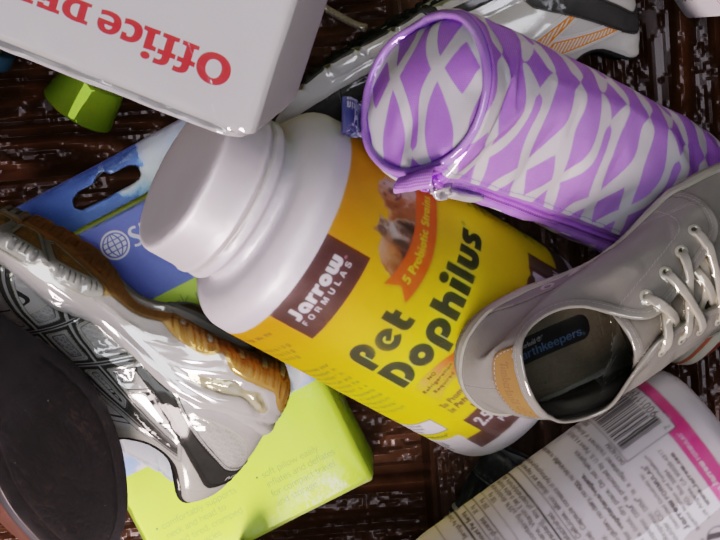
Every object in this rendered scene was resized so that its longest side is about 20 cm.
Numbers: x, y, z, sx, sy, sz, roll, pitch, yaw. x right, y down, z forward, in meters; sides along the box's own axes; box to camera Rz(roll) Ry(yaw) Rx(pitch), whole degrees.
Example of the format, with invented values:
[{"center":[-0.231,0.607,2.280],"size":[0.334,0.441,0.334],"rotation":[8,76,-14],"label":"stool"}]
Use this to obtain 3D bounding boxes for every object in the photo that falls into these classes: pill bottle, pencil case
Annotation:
[{"center":[0.090,0.147,0.856],"size":[0.199,0.113,0.114],"rotation":[-35,96,-2],"label":"pill bottle"},{"center":[0.090,-0.053,0.860],"size":[0.199,0.084,0.086],"rotation":[16,61,-40],"label":"pencil case"},{"center":[0.000,0.000,0.874],"size":[0.199,0.109,0.110],"rotation":[29,97,-24],"label":"pill bottle"}]

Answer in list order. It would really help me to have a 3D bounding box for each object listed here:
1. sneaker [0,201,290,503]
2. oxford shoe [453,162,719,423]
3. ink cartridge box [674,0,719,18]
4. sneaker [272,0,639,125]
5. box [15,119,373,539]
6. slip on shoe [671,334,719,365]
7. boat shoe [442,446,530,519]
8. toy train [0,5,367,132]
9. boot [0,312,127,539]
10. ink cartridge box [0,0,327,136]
[{"center":[-0.134,0.038,0.876],"size":[0.199,0.076,0.088],"rotation":[31,101,-1],"label":"sneaker"},{"center":[0.136,0.011,0.837],"size":[0.199,0.058,0.076],"rotation":[-28,109,-14],"label":"oxford shoe"},{"center":[0.157,-0.194,0.831],"size":[0.084,0.200,0.145],"rotation":[-34,96,4],"label":"ink cartridge box"},{"center":[0.046,-0.096,0.908],"size":[0.199,0.074,0.080],"rotation":[-28,101,5],"label":"sneaker"},{"center":[-0.089,0.038,0.937],"size":[0.121,0.048,0.201],"rotation":[-27,97,3],"label":"box"},{"center":[0.225,-0.022,0.921],"size":[0.200,0.074,0.061],"rotation":[-44,113,6],"label":"slip on shoe"},{"center":[0.140,0.147,0.938],"size":[0.198,0.072,0.071],"rotation":[22,101,-1],"label":"boat shoe"},{"center":[-0.110,-0.116,0.904],"size":[0.199,0.085,0.116],"rotation":[29,107,-4],"label":"toy train"},{"center":[-0.214,0.064,0.875],"size":[0.189,0.199,0.069],"rotation":[49,56,-22],"label":"boot"},{"center":[-0.069,-0.173,0.710],"size":[0.145,0.083,0.202],"rotation":[21,108,5],"label":"ink cartridge box"}]
